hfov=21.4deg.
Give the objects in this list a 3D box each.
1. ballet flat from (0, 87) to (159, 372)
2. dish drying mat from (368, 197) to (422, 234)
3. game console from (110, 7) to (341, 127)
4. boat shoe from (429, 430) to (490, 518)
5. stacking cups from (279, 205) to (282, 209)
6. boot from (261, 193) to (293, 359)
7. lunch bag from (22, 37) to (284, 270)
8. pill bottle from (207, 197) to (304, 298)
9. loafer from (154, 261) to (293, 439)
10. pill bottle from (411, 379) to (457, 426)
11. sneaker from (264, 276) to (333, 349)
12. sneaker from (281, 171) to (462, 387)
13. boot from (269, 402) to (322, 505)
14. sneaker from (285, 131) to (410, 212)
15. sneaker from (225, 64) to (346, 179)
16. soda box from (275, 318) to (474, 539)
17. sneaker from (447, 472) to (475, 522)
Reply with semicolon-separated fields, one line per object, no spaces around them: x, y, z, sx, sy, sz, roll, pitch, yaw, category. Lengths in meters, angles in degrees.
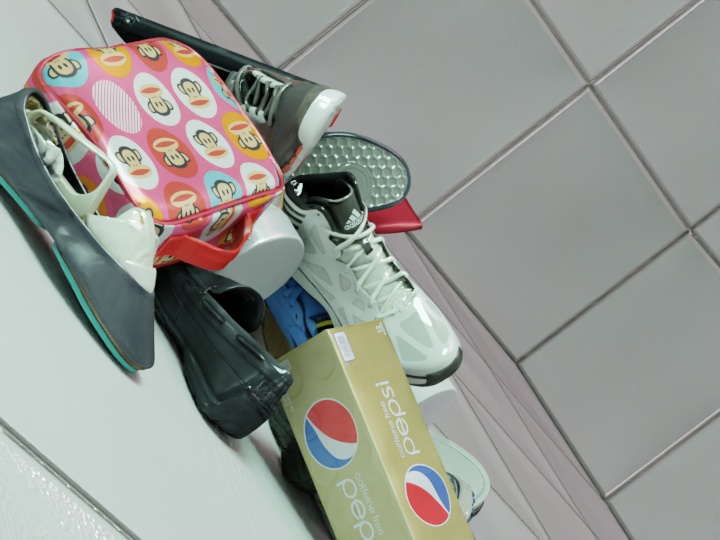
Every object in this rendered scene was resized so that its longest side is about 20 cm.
-0.172;-0.033;1.192;0.201;0.073;0.073;54;6;11;ballet flat
-0.046;-0.047;1.816;0.077;0.198;0.018;-119;-152;-64;dish drying mat
-0.114;-0.177;1.658;0.199;0.031;0.177;20;-4;3;game console
0.027;0.156;1.711;0.200;0.075;0.060;45;-35;15;boat shoe
-0.135;-0.094;1.600;0.200;0.060;0.060;52;4;30;stacking cups
-0.056;0.041;1.685;0.144;0.070;0.203;100;-13;-63;boot
-0.142;-0.074;1.337;0.177;0.082;0.200;52;29;12;lunch bag
-0.134;-0.070;1.498;0.201;0.113;0.113;55;6;23;pill bottle
-0.100;0.035;1.348;0.068;0.070;0.201;48;7;-43;loafer
0.005;0.062;1.835;0.201;0.111;0.111;55;6;21;pill bottle
-0.046;0.021;1.569;0.201;0.066;0.079;55;-15;13;sneaker
0.000;0.000;1.478;0.200;0.075;0.116;43;-21;29;sneaker
-0.002;0.144;1.453;0.131;0.068;0.200;43;17;-21;boot
-0.060;-0.096;1.782;0.146;0.200;0.078;-150;-116;-80;sneaker
-0.076;-0.125;1.521;0.082;0.077;0.200;39;-14;-13;sneaker
0.012;0.140;1.321;0.064;0.068;0.201;-8;71;-50;soda box
0.044;0.193;1.550;0.085;0.077;0.200;47;7;-15;sneaker
